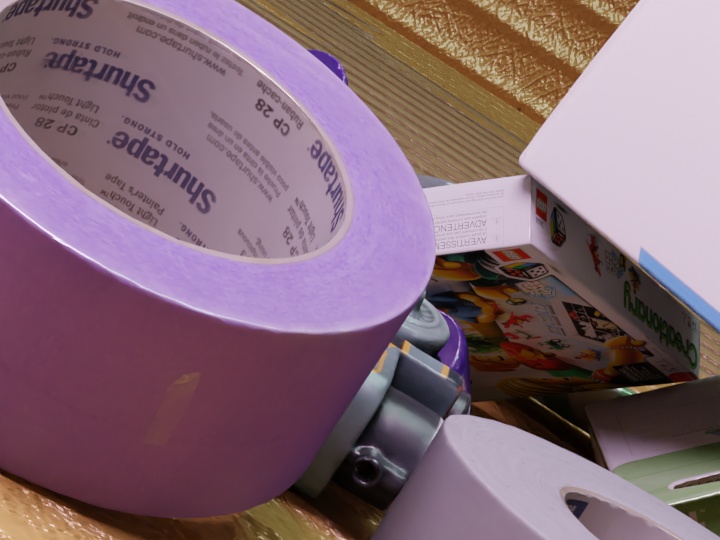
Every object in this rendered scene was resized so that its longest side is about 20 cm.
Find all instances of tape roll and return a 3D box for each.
[{"bbox_3d":[-0.081,-0.019,0.978,0.200,0.085,0.200,24,30,-15],"label":"tape roll"},{"bbox_3d":[0.097,0.131,1.028,0.200,0.066,0.200,30,9,-5],"label":"tape roll"}]

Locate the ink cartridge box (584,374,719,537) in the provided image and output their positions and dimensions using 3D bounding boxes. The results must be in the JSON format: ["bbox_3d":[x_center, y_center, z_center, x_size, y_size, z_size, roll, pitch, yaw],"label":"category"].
[{"bbox_3d":[0.161,0.096,1.292,0.104,0.059,0.200,-12,9,1],"label":"ink cartridge box"}]

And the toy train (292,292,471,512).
[{"bbox_3d":[-0.049,0.021,1.114,0.200,0.085,0.114,33,21,-5],"label":"toy train"}]

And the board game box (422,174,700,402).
[{"bbox_3d":[0.059,0.012,1.336,0.126,0.035,0.200,-7,-22,26],"label":"board game box"}]

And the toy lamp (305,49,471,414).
[{"bbox_3d":[0.000,0.000,1.213,0.058,0.058,0.200,41,-17,47],"label":"toy lamp"}]

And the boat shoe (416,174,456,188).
[{"bbox_3d":[0.010,-0.038,1.646,0.073,0.062,0.200,23,4,-24],"label":"boat shoe"}]

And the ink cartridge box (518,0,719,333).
[{"bbox_3d":[0.191,-0.044,1.277,0.147,0.146,0.200,41,8,21],"label":"ink cartridge box"}]

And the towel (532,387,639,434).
[{"bbox_3d":[0.117,0.061,1.502,0.200,0.023,0.153,34,-7,14],"label":"towel"}]
